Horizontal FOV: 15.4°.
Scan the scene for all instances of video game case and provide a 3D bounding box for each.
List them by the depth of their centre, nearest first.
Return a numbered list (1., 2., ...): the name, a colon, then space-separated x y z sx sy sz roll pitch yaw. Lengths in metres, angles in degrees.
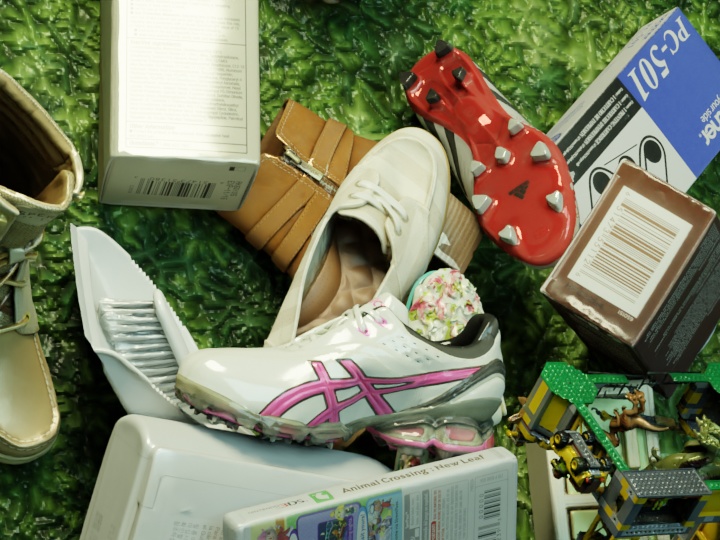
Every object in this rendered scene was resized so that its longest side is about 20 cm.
1. video game case: 0.007 0.211 1.502 0.181 0.022 0.201 -11 114 -28

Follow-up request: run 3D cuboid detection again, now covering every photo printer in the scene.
1. photo printer: -0.064 0.176 1.508 0.199 0.069 0.168 11 99 -30

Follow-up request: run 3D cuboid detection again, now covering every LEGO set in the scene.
1. LEGO set: 0.172 0.140 1.611 0.199 0.116 0.154 -5 43 -41

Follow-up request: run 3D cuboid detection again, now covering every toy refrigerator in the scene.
1. toy refrigerator: 0.154 0.174 1.680 0.075 0.070 0.201 -2 71 -8

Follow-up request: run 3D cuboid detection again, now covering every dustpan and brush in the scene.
1. dustpan and brush: -0.101 0.071 1.554 0.140 0.057 0.201 -107 174 -58

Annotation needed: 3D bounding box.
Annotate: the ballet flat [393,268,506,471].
1. ballet flat: 0.058 0.098 1.599 0.075 0.064 0.201 -17 122 -37

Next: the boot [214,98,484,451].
1. boot: -0.022 0.001 1.642 0.155 0.077 0.201 33 67 -11

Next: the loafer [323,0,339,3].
1. loafer: 0.029 -0.250 1.758 0.200 0.068 0.076 -56 136 -36

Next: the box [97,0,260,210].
1. box: -0.111 -0.145 1.616 0.094 0.078 0.201 4 69 -11

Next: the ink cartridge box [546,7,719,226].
1. ink cartridge box: 0.187 -0.087 1.832 0.094 0.044 0.200 50 53 -10

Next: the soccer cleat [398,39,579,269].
1. soccer cleat: 0.092 -0.067 1.698 0.085 0.069 0.200 45 8 -49

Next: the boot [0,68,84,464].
1. boot: -0.198 -0.001 1.468 0.072 0.155 0.201 -19 83 -37

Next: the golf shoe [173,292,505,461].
1. golf shoe: -0.011 0.055 1.506 0.199 0.073 0.093 6 95 -26

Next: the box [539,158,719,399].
1. box: 0.182 0.008 1.684 0.075 0.200 0.100 31 86 19

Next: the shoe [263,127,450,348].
1. shoe: 0.000 0.000 1.587 0.070 0.053 0.201 26 75 2
